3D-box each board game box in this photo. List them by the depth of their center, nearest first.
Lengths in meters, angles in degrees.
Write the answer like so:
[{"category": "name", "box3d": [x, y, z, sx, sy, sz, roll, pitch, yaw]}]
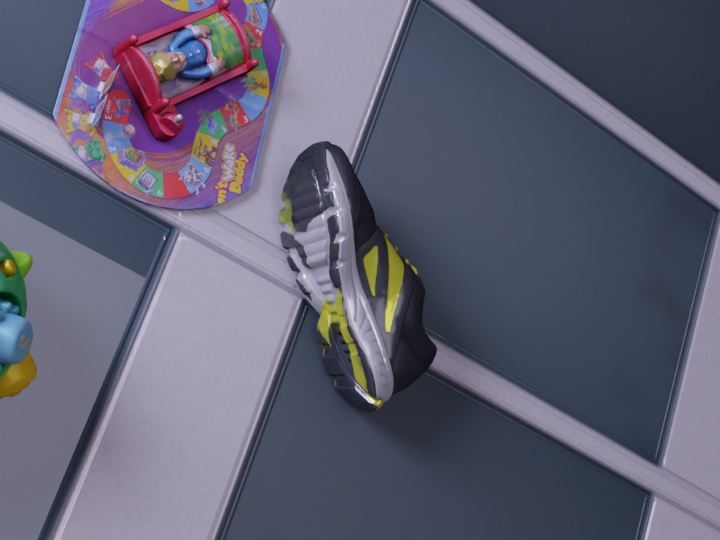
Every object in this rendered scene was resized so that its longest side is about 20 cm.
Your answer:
[{"category": "board game box", "box3d": [-0.124, -0.146, 0.869, 0.157, 0.039, 0.202, 21, 72, -27]}]

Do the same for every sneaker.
[{"category": "sneaker", "box3d": [0.000, 0.000, 0.912, 0.084, 0.074, 0.203, -20, 101, -39]}]

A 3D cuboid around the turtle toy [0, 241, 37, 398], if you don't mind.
[{"category": "turtle toy", "box3d": [-0.277, 0.034, 0.707, 0.199, 0.101, 0.147, -31, 98, -32]}]
